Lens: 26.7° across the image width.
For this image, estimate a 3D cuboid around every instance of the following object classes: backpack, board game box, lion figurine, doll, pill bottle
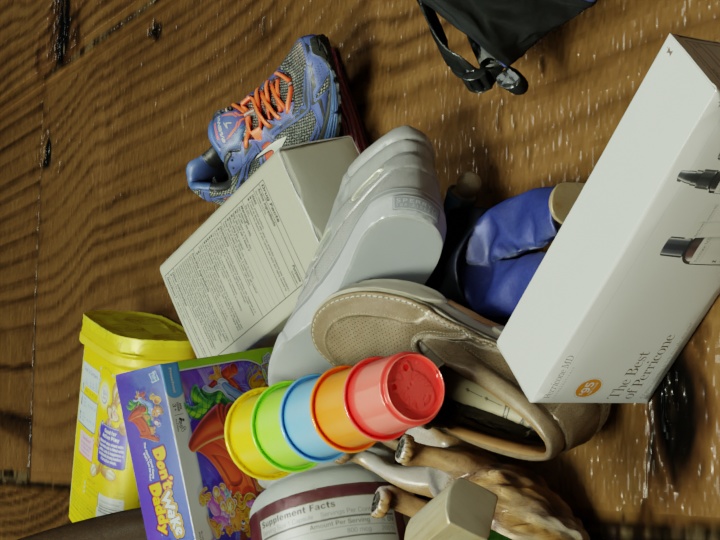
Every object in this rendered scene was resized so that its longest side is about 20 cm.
[{"bbox_3d":[0.056,-0.237,0.872,0.154,0.200,0.191,-35,41,17],"label":"backpack"},{"bbox_3d":[-0.091,0.160,1.057,0.045,0.134,0.202,-15,85,34],"label":"board game box"},{"bbox_3d":[0.060,0.127,0.911,0.200,0.122,0.073,-121,51,-70],"label":"lion figurine"},{"bbox_3d":[0.075,0.004,0.934,0.200,0.048,0.138,-16,68,60],"label":"doll"},{"bbox_3d":[-0.013,0.197,1.002,0.114,0.113,0.201,-43,49,51],"label":"pill bottle"}]

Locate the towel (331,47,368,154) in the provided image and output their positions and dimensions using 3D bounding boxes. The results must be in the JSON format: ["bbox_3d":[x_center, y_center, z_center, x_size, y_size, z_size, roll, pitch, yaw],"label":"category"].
[{"bbox_3d":[-0.050,-0.060,1.206,0.200,0.023,0.145,-59,37,41],"label":"towel"}]

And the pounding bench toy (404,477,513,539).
[{"bbox_3d":[0.110,0.201,0.728,0.124,0.155,0.201,-39,53,54],"label":"pounding bench toy"}]

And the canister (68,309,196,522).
[{"bbox_3d":[-0.215,0.149,1.417,0.148,0.086,0.202,20,105,61],"label":"canister"}]

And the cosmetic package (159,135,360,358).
[{"bbox_3d":[-0.062,-0.006,1.128,0.200,0.071,0.106,-36,74,49],"label":"cosmetic package"}]

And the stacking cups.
[{"bbox_3d":[-0.012,0.086,0.888,0.200,0.060,0.061,-21,68,58],"label":"stacking cups"}]

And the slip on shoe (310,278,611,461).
[{"bbox_3d":[0.045,0.062,0.880,0.199,0.061,0.076,19,130,30],"label":"slip on shoe"}]

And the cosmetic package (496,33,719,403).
[{"bbox_3d":[0.150,-0.018,0.764,0.201,0.082,0.051,-65,34,34],"label":"cosmetic package"}]

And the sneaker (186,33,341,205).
[{"bbox_3d":[-0.073,-0.104,1.148,0.200,0.078,0.076,-54,41,46],"label":"sneaker"}]

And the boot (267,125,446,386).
[{"bbox_3d":[0.000,0.000,0.988,0.200,0.073,0.096,-55,21,38],"label":"boot"}]

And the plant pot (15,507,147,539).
[{"bbox_3d":[-0.200,0.272,1.229,0.187,0.199,0.189,-174,90,-69],"label":"plant pot"}]
